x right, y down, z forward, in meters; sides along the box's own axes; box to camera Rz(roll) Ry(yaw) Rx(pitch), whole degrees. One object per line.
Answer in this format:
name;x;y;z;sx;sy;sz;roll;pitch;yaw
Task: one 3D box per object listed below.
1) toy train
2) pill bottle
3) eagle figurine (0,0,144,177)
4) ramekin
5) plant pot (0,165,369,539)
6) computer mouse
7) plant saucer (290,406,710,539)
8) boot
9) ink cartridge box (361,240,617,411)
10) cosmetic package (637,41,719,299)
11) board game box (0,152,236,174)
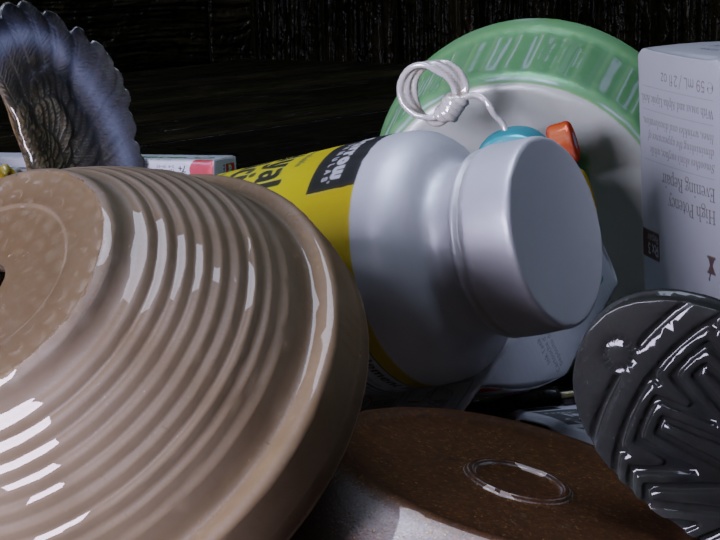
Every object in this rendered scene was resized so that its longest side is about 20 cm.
toy train;0.039;-0.001;1.155;0.150;0.200;0.056;23;21;2
pill bottle;0.000;0.000;0.960;0.200;0.112;0.111;-11;3;32
eagle figurine;-0.184;-0.031;1.223;0.151;0.151;0.200;-9;51;-33
ramekin;0.096;-0.036;1.247;0.199;0.201;0.098;0;18;13
plant pot;-0.104;0.031;0.761;0.200;0.093;0.201;-18;45;19
computer mouse;0.098;0.084;0.989;0.109;0.044;0.200;0;3;-19
plant saucer;0.054;0.092;0.809;0.200;0.037;0.200;13;13;-3
boot;0.179;0.063;0.838;0.211;0.080;0.158;31;17;1
ink cartridge box;0.013;0.056;1.026;0.161;0.050;0.200;-9;32;37
cosmetic package;0.175;0.000;0.983;0.074;0.201;0.102;-4;9;-13
board game box;-0.168;-0.006;1.305;0.199;0.127;0.035;1;8;21
